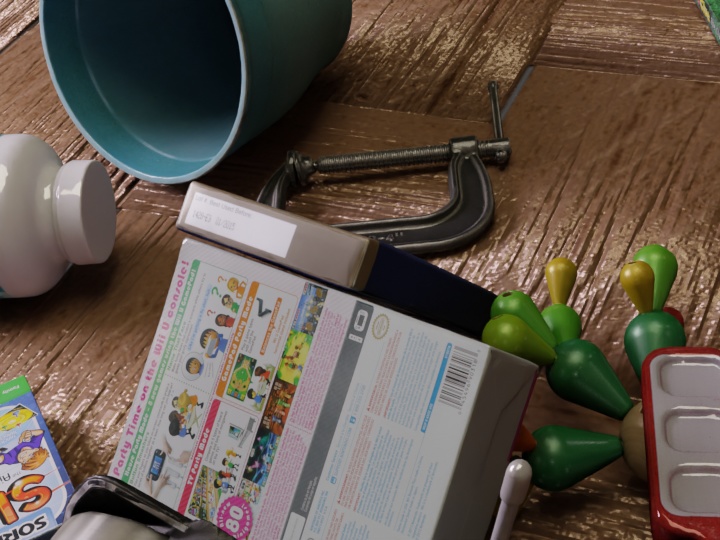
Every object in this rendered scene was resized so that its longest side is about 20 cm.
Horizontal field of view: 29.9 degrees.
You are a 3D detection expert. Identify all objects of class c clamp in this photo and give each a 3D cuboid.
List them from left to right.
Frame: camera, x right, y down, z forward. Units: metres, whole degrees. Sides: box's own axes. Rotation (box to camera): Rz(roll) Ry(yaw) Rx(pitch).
[{"bbox_3d":[0.018,-0.064,0.969,0.197,0.027,0.172,-9,43,-1],"label":"c clamp"}]

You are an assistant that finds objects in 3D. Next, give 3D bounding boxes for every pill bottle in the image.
[{"bbox_3d":[-0.272,-0.035,0.925,0.197,0.112,0.111,-2,38,10],"label":"pill bottle"}]

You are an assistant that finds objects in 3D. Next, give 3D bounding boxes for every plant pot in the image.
[{"bbox_3d":[-0.110,-0.191,1.034,0.198,0.203,0.187,16,29,29],"label":"plant pot"}]

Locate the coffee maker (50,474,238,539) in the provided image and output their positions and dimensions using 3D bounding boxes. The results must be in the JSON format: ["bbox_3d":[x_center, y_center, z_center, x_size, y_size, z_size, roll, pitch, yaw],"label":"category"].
[{"bbox_3d":[-0.100,0.212,0.557,0.190,0.136,0.201,12,43,25],"label":"coffee maker"}]

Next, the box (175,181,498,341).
[{"bbox_3d":[0.000,0.000,0.773,0.120,0.199,0.033,19,87,31],"label":"box"}]

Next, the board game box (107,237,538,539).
[{"bbox_3d":[-0.025,0.083,0.693,0.198,0.064,0.149,19,90,32],"label":"board game box"}]

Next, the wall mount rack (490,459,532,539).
[{"bbox_3d":[0.050,0.182,0.529,0.074,0.175,0.200,-11,30,41],"label":"wall mount rack"}]

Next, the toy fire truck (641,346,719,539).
[{"bbox_3d":[0.211,0.116,0.612,0.165,0.113,0.201,0,43,10],"label":"toy fire truck"}]

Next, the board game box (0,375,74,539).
[{"bbox_3d":[-0.260,0.147,0.755,0.198,0.035,0.135,-24,40,-16],"label":"board game box"}]

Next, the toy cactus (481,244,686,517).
[{"bbox_3d":[0.130,0.076,0.730,0.165,0.103,0.199,38,54,22],"label":"toy cactus"}]

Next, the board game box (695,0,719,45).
[{"bbox_3d":[0.330,-0.202,1.068,0.103,0.024,0.201,-11,38,3],"label":"board game box"}]
